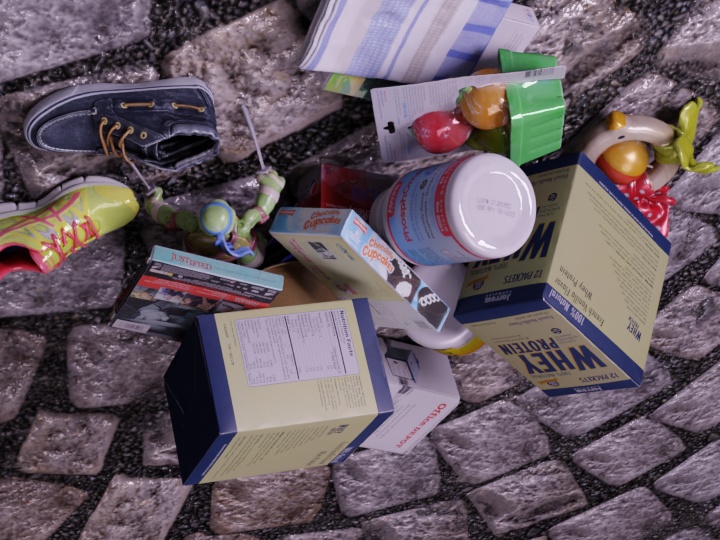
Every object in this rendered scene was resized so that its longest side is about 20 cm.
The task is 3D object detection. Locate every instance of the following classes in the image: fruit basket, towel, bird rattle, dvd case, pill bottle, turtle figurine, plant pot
[{"bbox_3d":[0.114,-0.169,1.530,0.198,0.095,0.185,-2,161,5],"label":"fruit basket"},{"bbox_3d":[0.045,-0.245,1.467,0.198,0.024,0.147,5,138,-26],"label":"towel"},{"bbox_3d":[0.330,-0.130,1.744,0.162,0.114,0.200,16,146,-19],"label":"bird rattle"},{"bbox_3d":[-0.183,0.034,1.575,0.145,0.022,0.200,13,152,-18],"label":"dvd case"},{"bbox_3d":[0.112,0.049,1.805,0.108,0.110,0.200,-23,169,9],"label":"pill bottle"},{"bbox_3d":[-0.160,-0.078,1.616,0.143,0.201,0.194,-34,166,-13],"label":"turtle figurine"},{"bbox_3d":[-0.092,0.071,1.731,0.198,0.028,0.202,-11,123,-18],"label":"plant pot"},{"bbox_3d":[0.092,-0.061,1.566,0.108,0.110,0.200,8,172,-28],"label":"pill bottle"}]

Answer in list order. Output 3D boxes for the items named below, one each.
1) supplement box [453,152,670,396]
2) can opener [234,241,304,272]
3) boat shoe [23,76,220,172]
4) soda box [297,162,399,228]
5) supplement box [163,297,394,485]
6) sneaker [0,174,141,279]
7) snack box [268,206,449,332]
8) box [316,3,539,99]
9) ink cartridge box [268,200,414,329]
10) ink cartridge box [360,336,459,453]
[{"bbox_3d":[0.240,0.010,1.701,0.134,0.201,0.200,-13,139,44],"label":"supplement box"},{"bbox_3d":[-0.151,0.019,1.738,0.199,0.079,0.064,-24,135,8],"label":"can opener"},{"bbox_3d":[-0.243,-0.142,1.485,0.198,0.091,0.071,-12,136,-8],"label":"boat shoe"},{"bbox_3d":[0.026,-0.068,1.686,0.198,0.071,0.063,9,163,-28],"label":"soda box"},{"bbox_3d":[-0.095,0.136,1.615,0.198,0.135,0.200,-5,159,-21],"label":"supplement box"},{"bbox_3d":[-0.333,-0.036,1.590,0.198,0.091,0.078,-18,141,0],"label":"sneaker"},{"bbox_3d":[0.000,0.000,1.628,0.116,0.037,0.200,4,150,43],"label":"snack box"},{"bbox_3d":[0.071,-0.234,1.536,0.198,0.037,0.145,9,136,-28],"label":"box"},{"bbox_3d":[-0.029,0.001,1.788,0.198,0.044,0.198,10,137,-29],"label":"ink cartridge box"},{"bbox_3d":[0.012,0.167,1.974,0.199,0.086,0.147,13,134,-35],"label":"ink cartridge box"}]
